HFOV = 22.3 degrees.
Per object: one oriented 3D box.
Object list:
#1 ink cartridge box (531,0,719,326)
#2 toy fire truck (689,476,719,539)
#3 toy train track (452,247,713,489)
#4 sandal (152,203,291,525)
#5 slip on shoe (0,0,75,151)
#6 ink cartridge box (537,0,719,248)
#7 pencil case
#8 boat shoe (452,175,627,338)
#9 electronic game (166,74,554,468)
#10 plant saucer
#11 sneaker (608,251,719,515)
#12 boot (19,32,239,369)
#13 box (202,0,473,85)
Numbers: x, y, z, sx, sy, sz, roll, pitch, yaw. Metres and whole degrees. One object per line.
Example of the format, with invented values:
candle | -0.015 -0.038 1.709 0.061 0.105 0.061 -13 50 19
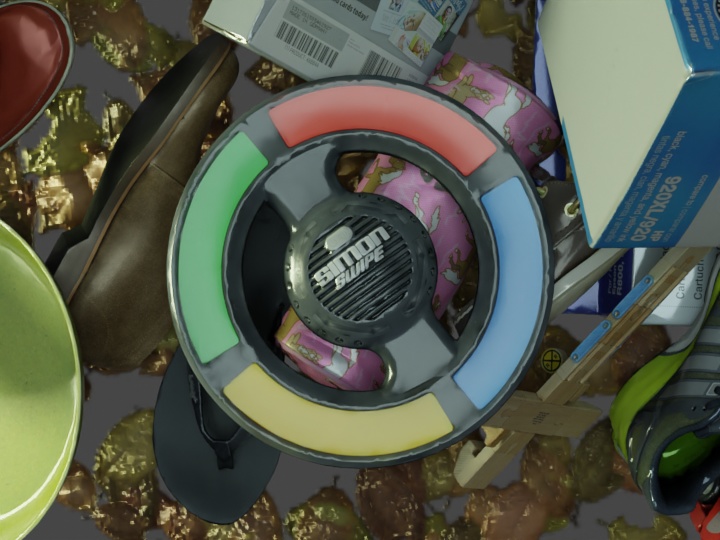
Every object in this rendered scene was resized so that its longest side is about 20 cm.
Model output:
ink cartridge box | 0.194 -0.068 1.021 0.198 0.041 0.201 1 93 1
toy fire truck | 0.254 0.092 0.960 0.049 0.141 0.201 26 107 -13
toy train track | 0.117 0.040 0.994 0.200 0.114 0.033 -48 58 19
sandal | -0.070 0.045 1.029 0.076 0.043 0.202 13 93 0
slip on shoe | -0.235 -0.087 0.988 0.200 0.061 0.074 -34 88 -27
ink cartridge box | 0.209 -0.108 0.878 0.198 0.145 0.148 -1 58 -13
pencil case | 0.032 -0.018 0.996 0.086 0.083 0.201 33 86 1
boat shoe | 0.123 -0.030 0.976 0.200 0.072 0.060 -41 82 6
electronic game | 0.000 0.000 0.933 0.198 0.042 0.202 0 86 1
plant saucer | -0.225 0.060 1.006 0.199 0.031 0.202 2 94 29
sneaker | 0.207 0.053 0.973 0.073 0.081 0.201 19 121 -17
boot | -0.112 -0.036 1.021 0.075 0.074 0.201 29 100 -15
box | 0.017 -0.189 0.965 0.041 0.156 0.201 30 95 36
